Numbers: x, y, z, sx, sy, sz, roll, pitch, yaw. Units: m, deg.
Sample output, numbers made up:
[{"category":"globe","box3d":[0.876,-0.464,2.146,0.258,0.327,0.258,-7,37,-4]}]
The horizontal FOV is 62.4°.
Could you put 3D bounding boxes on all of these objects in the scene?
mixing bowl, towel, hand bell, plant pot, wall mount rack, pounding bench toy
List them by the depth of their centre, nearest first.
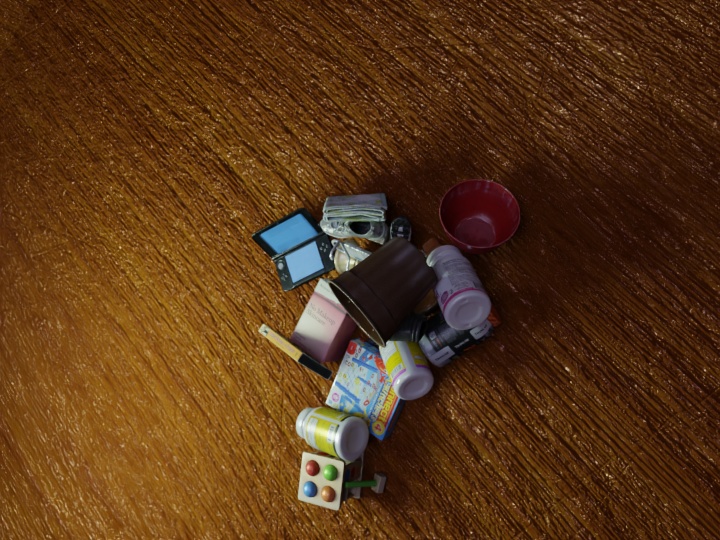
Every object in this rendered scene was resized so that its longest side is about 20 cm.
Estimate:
[{"category":"plant pot","box3d":[0.061,0.038,1.383,0.198,0.201,0.200,-40,68,-10]},{"category":"mixing bowl","box3d":[0.294,-0.118,1.500,0.197,0.109,0.203,-1,61,3]},{"category":"wall mount rack","box3d":[0.000,0.000,1.553,0.198,0.174,0.075,23,70,25]},{"category":"pounding bench toy","box3d":[-0.046,0.556,1.584,0.197,0.156,0.126,5,87,25]},{"category":"towel","box3d":[-0.013,-0.172,1.600,0.168,0.200,0.049,0,107,1]},{"category":"hand bell","box3d":[0.034,-0.020,1.602,0.198,0.103,0.106,13,90,43]}]

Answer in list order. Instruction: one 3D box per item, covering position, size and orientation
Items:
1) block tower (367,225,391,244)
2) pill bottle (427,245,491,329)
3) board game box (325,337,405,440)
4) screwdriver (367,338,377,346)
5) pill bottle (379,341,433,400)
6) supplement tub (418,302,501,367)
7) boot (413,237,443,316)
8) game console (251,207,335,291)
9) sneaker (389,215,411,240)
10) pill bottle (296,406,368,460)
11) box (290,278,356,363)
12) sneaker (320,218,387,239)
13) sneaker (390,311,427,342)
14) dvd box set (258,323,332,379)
[{"category":"block tower","box3d":[-0.001,-0.126,1.688,0.198,0.058,0.055,23,95,27]},{"category":"pill bottle","box3d":[0.229,0.035,1.429,0.113,0.113,0.201,-38,36,17]},{"category":"board game box","box3d":[0.027,0.320,1.616,0.194,0.056,0.202,27,103,25]},{"category":"screwdriver","box3d":[0.110,0.177,1.620,0.198,0.028,0.029,-13,110,23]},{"category":"pill bottle","box3d":[0.109,0.220,1.510,0.104,0.104,0.201,-39,40,16]},{"category":"supplement tub","box3d":[0.249,0.146,1.506,0.199,0.122,0.123,-36,71,18]},{"category":"boot","box3d":[0.173,0.025,1.584,0.199,0.074,0.155,-40,70,5]},{"category":"game console","box3d":[-0.193,-0.056,1.736,0.198,0.116,0.178,-25,75,21]},{"category":"sneaker","box3d":[0.106,-0.060,1.627,0.065,0.091,0.203,10,114,6]},{"category":"pill bottle","box3d":[-0.081,0.431,1.599,0.198,0.112,0.114,3,86,46]},{"category":"box","box3d":[-0.086,0.139,1.666,0.127,0.109,0.202,32,101,24]},{"category":"sneaker","box3d":[-0.027,-0.129,1.624,0.197,0.082,0.076,5,87,26]},{"category":"sneaker","box3d":[0.125,0.117,1.509,0.098,0.201,0.072,9,124,8]},{"category":"dvd box set","box3d":[-0.181,0.226,1.655,0.199,0.146,0.030,27,79,45]}]
